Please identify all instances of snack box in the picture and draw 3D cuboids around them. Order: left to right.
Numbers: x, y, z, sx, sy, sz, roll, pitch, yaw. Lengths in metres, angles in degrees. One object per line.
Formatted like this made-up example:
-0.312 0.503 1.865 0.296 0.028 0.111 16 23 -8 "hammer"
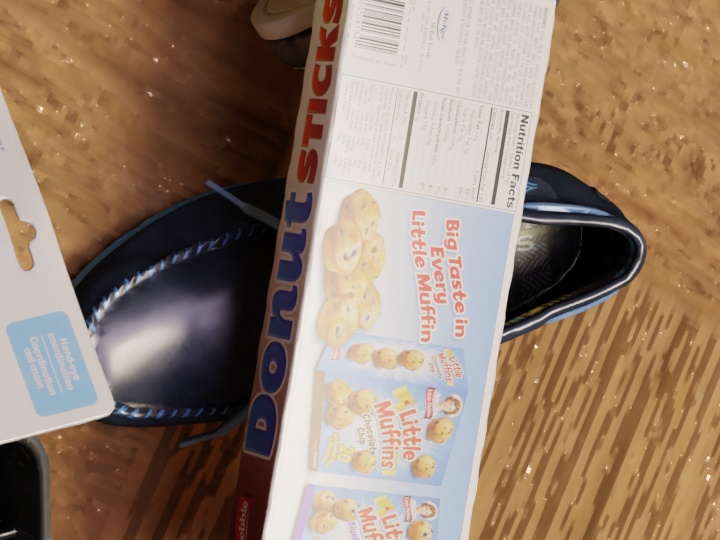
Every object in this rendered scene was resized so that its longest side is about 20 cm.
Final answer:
0.008 0.011 0.777 0.072 0.024 0.201 9 91 -31 "snack box"

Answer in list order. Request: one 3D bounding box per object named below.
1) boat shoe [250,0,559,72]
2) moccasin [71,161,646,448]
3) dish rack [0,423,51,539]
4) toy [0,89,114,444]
0.054 -0.100 0.846 0.200 0.073 0.063 -31 109 -31 "boat shoe"
0.000 0.000 0.824 0.200 0.068 0.081 -20 108 -26 "moccasin"
-0.179 0.125 0.712 0.200 0.054 0.154 -15 114 -39 "dish rack"
-0.167 0.002 0.682 0.200 0.047 0.115 -14 74 -26 "toy"
